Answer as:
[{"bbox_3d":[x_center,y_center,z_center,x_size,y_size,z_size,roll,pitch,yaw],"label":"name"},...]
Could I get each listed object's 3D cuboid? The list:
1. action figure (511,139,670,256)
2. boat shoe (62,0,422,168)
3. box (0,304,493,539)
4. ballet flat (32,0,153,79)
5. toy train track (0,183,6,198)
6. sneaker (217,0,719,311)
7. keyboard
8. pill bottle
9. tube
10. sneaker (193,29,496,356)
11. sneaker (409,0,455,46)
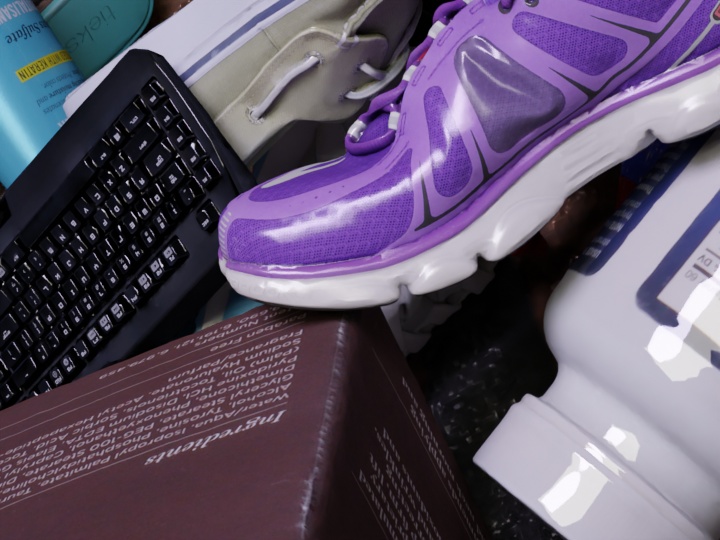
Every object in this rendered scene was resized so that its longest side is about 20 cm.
[{"bbox_3d":[0.124,-0.089,0.870,0.065,0.099,0.200,30,106,25],"label":"action figure"},{"bbox_3d":[-0.016,-0.079,0.813,0.200,0.072,0.062,-32,97,39],"label":"boat shoe"},{"bbox_3d":[-0.047,0.132,0.739,0.164,0.166,0.200,-21,19,13],"label":"box"},{"bbox_3d":[-0.159,-0.058,0.942,0.068,0.068,0.200,13,45,38],"label":"ballet flat"},{"bbox_3d":[-0.061,-0.077,0.940,0.200,0.033,0.115,-39,17,15],"label":"toy train track"},{"bbox_3d":[0.038,-0.060,0.762,0.200,0.084,0.081,-32,22,-2],"label":"sneaker"},{"bbox_3d":[-0.102,0.022,0.840,0.104,0.040,0.200,51,130,8],"label":"keyboard"},{"bbox_3d":[0.130,0.010,0.794,0.111,0.111,0.200,38,87,29],"label":"pill bottle"},{"bbox_3d":[-0.110,-0.045,0.884,0.050,0.077,0.200,-36,91,31],"label":"tube"},{"bbox_3d":[0.000,0.000,0.872,0.081,0.077,0.201,14,78,22],"label":"sneaker"},{"bbox_3d":[0.011,-0.132,0.858,0.078,0.070,0.200,-51,59,15],"label":"sneaker"}]
